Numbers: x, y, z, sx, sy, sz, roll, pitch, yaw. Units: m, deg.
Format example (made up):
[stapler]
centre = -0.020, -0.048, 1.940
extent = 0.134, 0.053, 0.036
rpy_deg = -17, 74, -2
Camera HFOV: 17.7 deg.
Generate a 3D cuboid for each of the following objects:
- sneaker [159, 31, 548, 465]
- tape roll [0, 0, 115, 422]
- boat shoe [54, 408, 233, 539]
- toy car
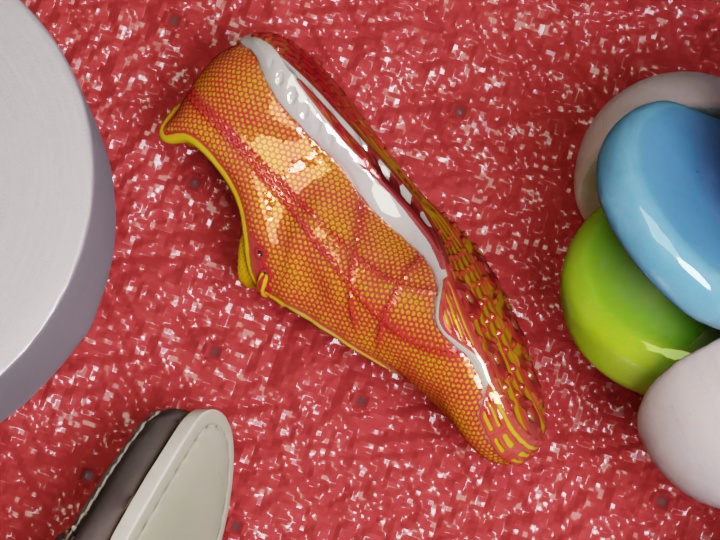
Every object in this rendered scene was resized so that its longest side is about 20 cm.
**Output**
[sneaker]
centre = 0.000, 0.000, 0.899
extent = 0.077, 0.073, 0.200
rpy_deg = -42, 74, 15
[tape roll]
centre = -0.198, -0.026, 0.904
extent = 0.199, 0.066, 0.202
rpy_deg = -1, 77, 3
[boat shoe]
centre = -0.109, 0.138, 0.859
extent = 0.060, 0.072, 0.202
rpy_deg = 13, 69, 28
[toy car]
centre = 0.167, -0.023, 0.826
extent = 0.198, 0.150, 0.176
rpy_deg = -11, 54, 3
